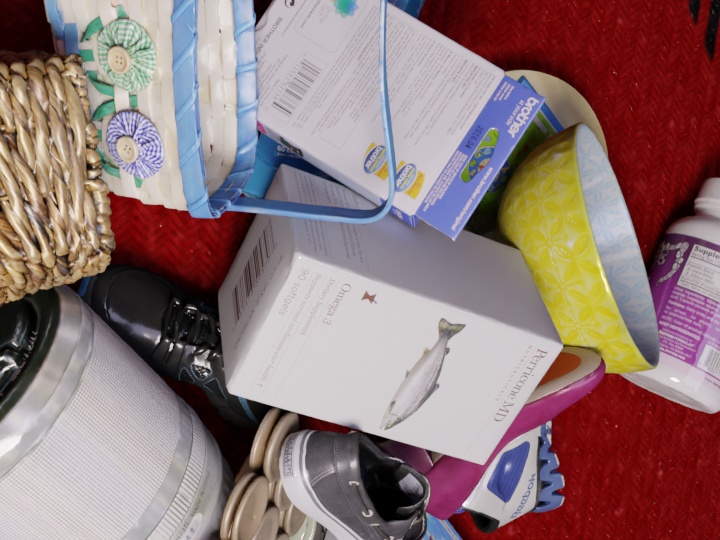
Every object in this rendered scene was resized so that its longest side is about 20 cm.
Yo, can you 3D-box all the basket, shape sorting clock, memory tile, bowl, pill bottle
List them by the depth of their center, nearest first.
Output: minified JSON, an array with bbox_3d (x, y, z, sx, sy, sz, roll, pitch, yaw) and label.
[{"bbox_3d":[-0.246,-0.047,0.669,0.148,0.199,0.144,-16,109,-31],"label":"basket"},{"bbox_3d":[-0.078,-0.113,0.696,0.197,0.139,0.178,-1,113,6],"label":"basket"},{"bbox_3d":[-0.081,0.204,0.786,0.154,0.017,0.201,80,30,-58],"label":"memory tile"},{"bbox_3d":[0.156,-0.005,0.925,0.200,0.107,0.202,50,30,-44],"label":"bowl"},{"bbox_3d":[0.128,-0.070,0.991,0.198,0.039,0.202,-7,105,-28],"label":"shape sorting clock"},{"bbox_3d":[0.321,0.021,1.087,0.112,0.112,0.202,29,83,-32],"label":"pill bottle"}]

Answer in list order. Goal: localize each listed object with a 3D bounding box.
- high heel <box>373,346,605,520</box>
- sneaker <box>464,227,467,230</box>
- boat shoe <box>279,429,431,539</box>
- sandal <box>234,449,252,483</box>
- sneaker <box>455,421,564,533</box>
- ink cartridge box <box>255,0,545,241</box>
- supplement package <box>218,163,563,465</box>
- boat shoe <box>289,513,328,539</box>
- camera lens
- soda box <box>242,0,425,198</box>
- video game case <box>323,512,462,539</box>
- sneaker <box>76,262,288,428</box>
[{"bbox_3d":[0.113,0.127,0.893,0.096,0.199,0.068,53,33,-21],"label":"high heel"},{"bbox_3d":[0.000,0.000,0.892,0.198,0.084,0.075,-19,112,-16],"label":"sneaker"},{"bbox_3d":[0.015,0.158,0.825,0.200,0.066,0.071,50,36,-50],"label":"boat shoe"},{"bbox_3d":[-0.129,0.193,0.872,0.069,0.078,0.213,31,101,5],"label":"sandal"},{"bbox_3d":[0.104,0.146,0.993,0.114,0.080,0.201,-27,114,-27],"label":"sneaker"},{"bbox_3d":[0.012,-0.116,0.794,0.199,0.042,0.120,32,82,13],"label":"ink cartridge box"},{"bbox_3d":[0.016,0.032,0.798,0.198,0.118,0.118,18,118,-21],"label":"supplement package"},{"bbox_3d":[-0.060,0.235,0.918,0.060,0.071,0.204,17,81,-59],"label":"boat shoe"},{"bbox_3d":[-0.194,0.118,0.748,0.160,0.159,0.200,-49,126,-15],"label":"camera lens"},{"bbox_3d":[-0.019,-0.134,0.859,0.064,0.068,0.202,22,86,7],"label":"soda box"},{"bbox_3d":[0.037,0.274,0.934,0.201,0.045,0.182,54,36,-31],"label":"video game case"},{"bbox_3d":[-0.110,0.049,0.833,0.199,0.081,0.074,33,59,-35],"label":"sneaker"}]
